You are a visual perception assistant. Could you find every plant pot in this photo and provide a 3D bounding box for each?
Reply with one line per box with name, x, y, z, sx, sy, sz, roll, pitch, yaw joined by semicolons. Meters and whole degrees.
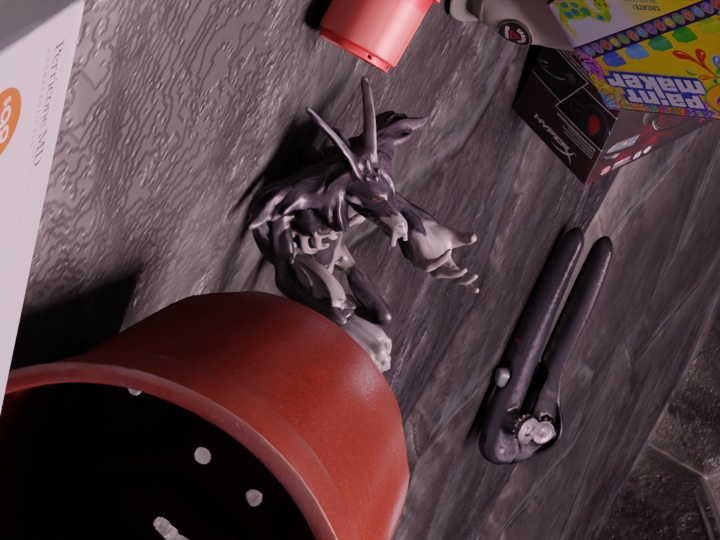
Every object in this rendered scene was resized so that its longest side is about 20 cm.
plant pot;-0.073;0.104;1.033;0.195;0.200;0.202;-48;162;-68

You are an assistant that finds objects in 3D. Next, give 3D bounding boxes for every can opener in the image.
can opener;0.138;0.059;1.941;0.063;0.079;0.201;5;114;-32

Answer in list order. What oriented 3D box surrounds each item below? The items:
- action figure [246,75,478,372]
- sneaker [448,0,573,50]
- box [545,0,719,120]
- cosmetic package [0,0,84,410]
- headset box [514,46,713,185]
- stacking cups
action figure;0.000;0.000;1.244;0.119;0.102;0.201;-39;156;-32
sneaker;0.133;-0.200;1.369;0.201;0.088;0.074;-60;164;-15
box;0.177;-0.213;1.264;0.200;0.122;0.193;-55;132;-24
cosmetic package;-0.155;0.021;0.748;0.151;0.051;0.201;-49;159;-54
headset box;0.195;-0.164;1.543;0.148;0.075;0.200;-26;153;-34
stacking cups;0.048;-0.185;1.154;0.201;0.060;0.060;-63;166;5
